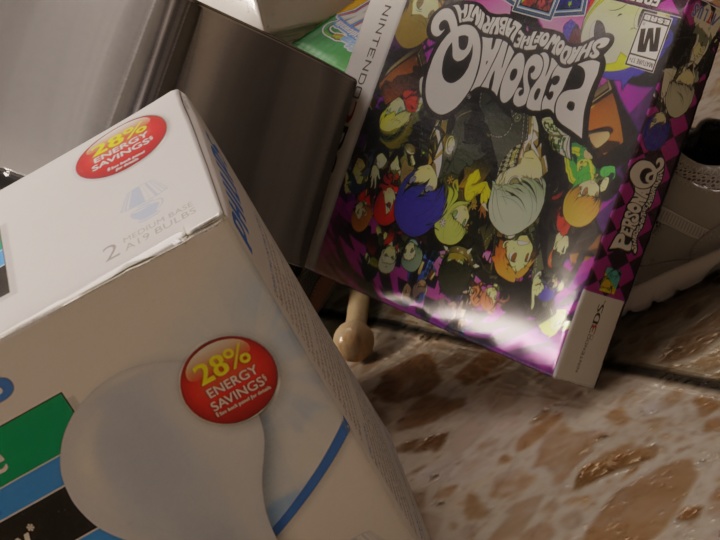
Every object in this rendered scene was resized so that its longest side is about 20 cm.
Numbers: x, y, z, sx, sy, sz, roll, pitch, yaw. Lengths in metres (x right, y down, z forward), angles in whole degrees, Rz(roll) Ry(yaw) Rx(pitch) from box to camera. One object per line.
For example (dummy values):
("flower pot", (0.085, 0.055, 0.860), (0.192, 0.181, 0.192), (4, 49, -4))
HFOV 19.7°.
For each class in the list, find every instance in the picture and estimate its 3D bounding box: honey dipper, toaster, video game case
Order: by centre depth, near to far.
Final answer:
("video game case", (0.062, -0.061, 0.990), (0.200, 0.036, 0.182), (24, 96, 45))
("toaster", (-0.115, -0.072, 0.997), (0.199, 0.119, 0.181), (19, 1, 31))
("honey dipper", (0.000, 0.000, 1.195), (0.038, 0.038, 0.200), (-24, 20, 15))

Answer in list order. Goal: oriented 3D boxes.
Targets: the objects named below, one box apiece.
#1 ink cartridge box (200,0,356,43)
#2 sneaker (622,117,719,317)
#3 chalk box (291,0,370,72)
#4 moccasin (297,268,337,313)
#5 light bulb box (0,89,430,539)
("ink cartridge box", (-0.089, -0.153, 1.223), (0.199, 0.068, 0.117), (-13, 3, 45))
("sneaker", (0.149, -0.037, 0.982), (0.199, 0.082, 0.075), (-17, 21, 34))
("chalk box", (0.050, -0.087, 1.152), (0.200, 0.125, 0.124), (-36, 42, -23))
("moccasin", (-0.075, -0.024, 1.229), (0.074, 0.077, 0.201), (-58, 23, 8))
("light bulb box", (-0.101, 0.073, 0.837), (0.198, 0.200, 0.125), (-29, 29, 2))
